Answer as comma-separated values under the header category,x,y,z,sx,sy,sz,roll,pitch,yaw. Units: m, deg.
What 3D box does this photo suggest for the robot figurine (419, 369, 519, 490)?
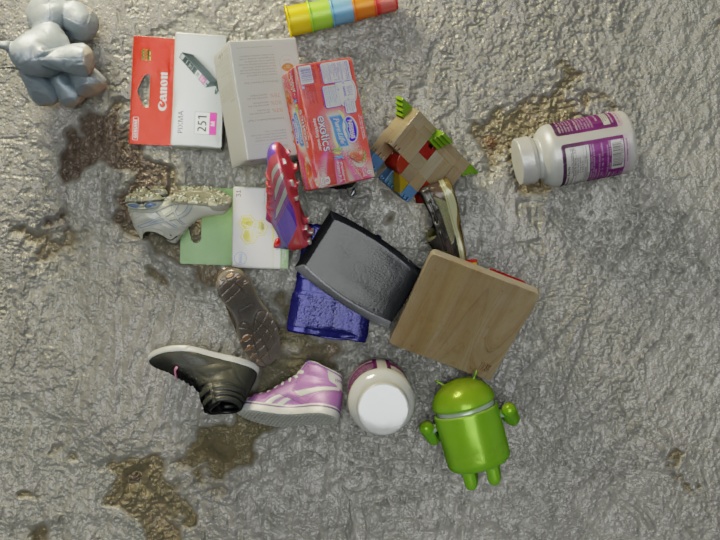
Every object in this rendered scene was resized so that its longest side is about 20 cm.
category,x,y,z,sx,sy,sz,roll,pitch,yaw
robot figurine,0.195,0.280,1.528,0.175,0.116,0.201,-15,92,12

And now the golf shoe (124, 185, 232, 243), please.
category,x,y,z,sx,sy,sz,roll,pitch,yaw
golf shoe,-0.314,-0.097,1.522,0.199,0.078,0.098,2,112,18

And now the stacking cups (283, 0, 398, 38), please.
category,x,y,z,sx,sy,sz,roll,pitch,yaw
stacking cups,-0.034,-0.464,1.525,0.199,0.061,0.061,-16,93,-4

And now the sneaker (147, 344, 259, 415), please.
category,x,y,z,sx,sy,sz,roll,pitch,yaw
sneaker,-0.285,0.196,1.518,0.199,0.071,0.100,10,54,-1

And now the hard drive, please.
category,x,y,z,sx,sy,sz,roll,pitch,yaw
hard drive,0.000,0.000,1.509,0.200,0.042,0.135,33,88,-8

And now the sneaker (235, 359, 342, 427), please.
category,x,y,z,sx,sy,sz,roll,pitch,yaw
sneaker,-0.125,0.218,1.553,0.199,0.073,0.115,-2,59,14

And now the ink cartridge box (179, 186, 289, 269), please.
category,x,y,z,sx,sy,sz,roll,pitch,yaw
ink cartridge box,-0.225,-0.078,1.541,0.199,0.048,0.146,2,93,-3

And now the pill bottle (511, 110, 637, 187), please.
category,x,y,z,sx,sy,sz,roll,pitch,yaw
pill bottle,0.371,-0.208,1.513,0.199,0.112,0.113,-10,93,-1

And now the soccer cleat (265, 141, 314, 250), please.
category,x,y,z,sx,sy,sz,roll,pitch,yaw
soccer cleat,-0.135,-0.120,1.458,0.076,0.067,0.201,-8,124,11

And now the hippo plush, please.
category,x,y,z,sx,sy,sz,roll,pitch,yaw
hippo plush,-0.535,-0.390,1.496,0.199,0.159,0.161,8,61,-16

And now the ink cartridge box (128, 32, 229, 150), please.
category,x,y,z,sx,sy,sz,roll,pitch,yaw
ink cartridge box,-0.325,-0.319,1.531,0.173,0.044,0.201,3,92,-2

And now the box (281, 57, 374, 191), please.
category,x,y,z,sx,sy,sz,roll,pitch,yaw
box,-0.054,-0.240,1.429,0.102,0.095,0.201,-14,96,-18

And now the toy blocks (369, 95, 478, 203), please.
category,x,y,z,sx,sy,sz,roll,pitch,yaw
toy blocks,0.093,-0.184,1.504,0.200,0.100,0.137,39,91,-34

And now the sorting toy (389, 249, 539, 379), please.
category,x,y,z,sx,sy,sz,roll,pitch,yaw
sorting toy,0.178,0.067,1.511,0.198,0.070,0.201,21,121,-6

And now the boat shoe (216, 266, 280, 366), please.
category,x,y,z,sx,sy,sz,roll,pitch,yaw
boat shoe,-0.198,0.076,1.536,0.074,0.073,0.201,-22,113,-8

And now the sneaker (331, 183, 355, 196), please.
category,x,y,z,sx,sy,sz,roll,pitch,yaw
sneaker,-0.022,-0.231,1.527,0.113,0.075,0.201,19,93,-7

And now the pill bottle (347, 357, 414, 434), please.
category,x,y,z,sx,sy,sz,roll,pitch,yaw
pill bottle,0.034,0.217,1.472,0.112,0.200,0.113,0,92,-1

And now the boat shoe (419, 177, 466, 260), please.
category,x,y,z,sx,sy,sz,roll,pitch,yaw
boat shoe,0.146,-0.064,1.520,0.065,0.073,0.201,-13,110,0

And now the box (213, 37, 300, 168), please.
category,x,y,z,sx,sy,sz,roll,pitch,yaw
box,-0.168,-0.288,1.487,0.124,0.097,0.201,-10,93,-25

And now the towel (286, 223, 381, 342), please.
category,x,y,z,sx,sy,sz,roll,pitch,yaw
towel,-0.046,0.023,1.551,0.147,0.050,0.201,10,92,-8
